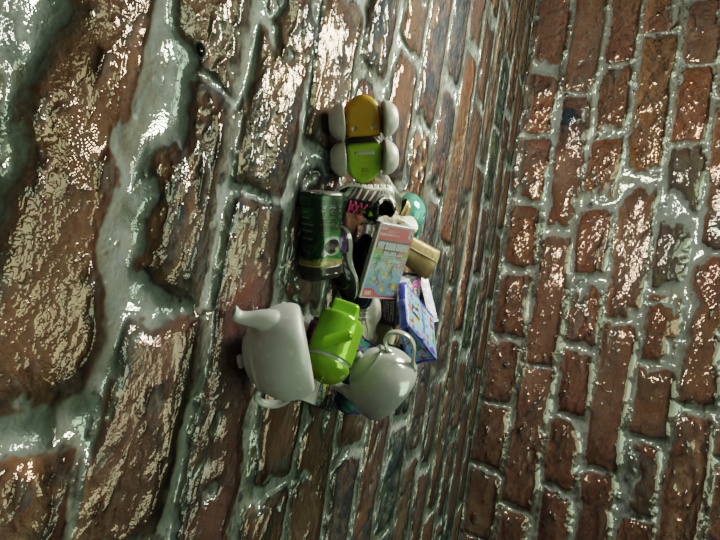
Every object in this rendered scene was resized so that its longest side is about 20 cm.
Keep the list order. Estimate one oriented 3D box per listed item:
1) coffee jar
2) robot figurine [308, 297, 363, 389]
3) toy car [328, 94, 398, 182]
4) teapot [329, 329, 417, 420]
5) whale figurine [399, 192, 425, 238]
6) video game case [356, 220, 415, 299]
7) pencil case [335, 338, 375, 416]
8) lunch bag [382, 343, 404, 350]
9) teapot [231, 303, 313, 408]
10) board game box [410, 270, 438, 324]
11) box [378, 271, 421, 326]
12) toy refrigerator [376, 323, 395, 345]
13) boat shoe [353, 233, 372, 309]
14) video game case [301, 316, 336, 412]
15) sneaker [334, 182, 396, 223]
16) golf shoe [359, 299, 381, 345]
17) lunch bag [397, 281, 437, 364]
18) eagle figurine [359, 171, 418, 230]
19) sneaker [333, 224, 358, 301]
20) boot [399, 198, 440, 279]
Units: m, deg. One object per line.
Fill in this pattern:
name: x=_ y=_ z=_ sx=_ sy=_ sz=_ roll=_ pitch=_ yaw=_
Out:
coffee jar: x=-0.092 y=-0.080 z=1.220 sx=0.102 sy=0.083 sz=0.209 roll=-8 pitch=105 yaw=-46
robot figurine: x=-0.062 y=0.174 z=1.249 sx=0.177 sy=0.112 sz=0.206 roll=96 pitch=13 yaw=-66
toy car: x=0.003 y=-0.327 z=1.310 sx=0.151 sy=0.168 sz=0.208 roll=-115 pitch=-158 yaw=-70
teapot: x=0.041 y=0.258 z=1.327 sx=0.147 sy=0.196 sz=0.201 roll=46 pitch=67 yaw=-8
whale figurine: x=0.167 y=-0.154 z=1.714 sx=0.162 sy=0.100 sz=0.204 roll=-61 pitch=146 yaw=-36
video game case: x=0.069 y=-0.023 z=1.414 sx=0.140 sy=0.017 sz=0.207 roll=4 pitch=107 yaw=-43
pencil case: x=-0.010 y=0.291 z=1.458 sx=0.091 sy=0.083 sz=0.208 roll=-5 pitch=113 yaw=-56
lunch bag: x=0.079 y=0.307 z=1.513 sx=0.160 sy=0.073 sz=0.208 roll=46 pitch=56 yaw=-74
teapot: x=-0.174 y=0.172 z=1.055 sx=0.198 sy=0.140 sz=0.208 roll=110 pitch=-32 yaw=-80
board game box: x=0.194 y=0.105 z=1.746 sx=0.136 sy=0.033 sz=0.207 roll=121 pitch=-36 yaw=-56
box: x=0.105 y=0.079 z=1.640 sx=0.198 sy=0.111 sz=0.138 roll=-15 pitch=111 yaw=-62
toy refrigerator: x=0.036 y=0.262 z=1.594 sx=0.204 sy=0.073 sz=0.071 roll=-66 pitch=149 yaw=-31
boat shoe: x=0.000 y=0.000 z=1.455 sx=0.069 sy=0.081 sz=0.209 roll=52 pitch=36 yaw=-78
video game case: x=-0.097 y=0.244 z=1.358 sx=0.181 sy=0.035 sz=0.207 roll=44 pitch=57 yaw=-59
sneaker: x=0.009 y=-0.163 z=1.318 sx=0.193 sy=0.089 sz=0.075 roll=-7 pitch=143 yaw=-24
golf shoe: x=0.011 y=0.149 z=1.517 sx=0.091 sy=0.073 sz=0.209 roll=-14 pitch=108 yaw=-58
lunch bag: x=0.141 y=0.144 z=1.488 sx=0.202 sy=0.091 sz=0.154 roll=58 pitch=25 yaw=-42
eagle figurine: x=0.056 y=-0.161 z=1.454 sx=0.149 sy=0.152 sz=0.202 roll=-36 pitch=136 yaw=-7
sneaker: x=-0.063 y=-0.005 z=1.345 sx=0.086 sy=0.074 sz=0.207 roll=-30 pitch=121 yaw=-40
boot: x=0.167 y=-0.097 z=1.629 sx=0.196 sy=0.066 sz=0.179 roll=28 pitch=101 yaw=-21
